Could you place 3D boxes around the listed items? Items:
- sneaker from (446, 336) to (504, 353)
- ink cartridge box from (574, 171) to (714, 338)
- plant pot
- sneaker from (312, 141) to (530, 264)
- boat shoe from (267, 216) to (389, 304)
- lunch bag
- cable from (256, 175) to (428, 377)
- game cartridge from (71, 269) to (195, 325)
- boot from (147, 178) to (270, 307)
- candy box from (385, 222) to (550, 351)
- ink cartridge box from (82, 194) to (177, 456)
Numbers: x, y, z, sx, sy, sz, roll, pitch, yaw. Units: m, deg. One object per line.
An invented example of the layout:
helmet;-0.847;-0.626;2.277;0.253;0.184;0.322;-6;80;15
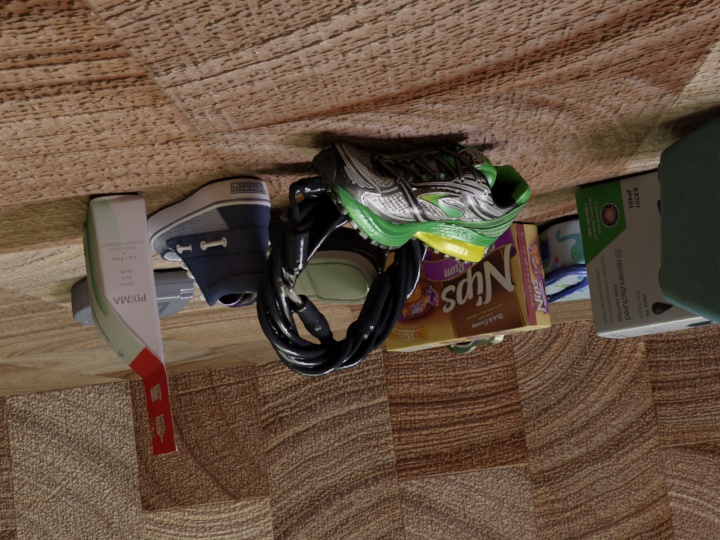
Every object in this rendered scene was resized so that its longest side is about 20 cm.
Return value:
sneaker;0.218;0.135;2.603;0.089;0.068;0.200;5;167;-27
ink cartridge box;0.316;-0.023;1.151;0.198;0.149;0.083;-12;170;28
plant pot;0.340;-0.035;0.957;0.198;0.199;0.195;-1;176;25
sneaker;0.046;-0.067;0.907;0.199;0.078;0.085;8;133;-45
boat shoe;-0.062;-0.018;1.112;0.197;0.075;0.066;3;-140;32
lunch bag;0.275;-0.014;1.441;0.158;0.084;0.200;-3;171;-10
cable;0.000;0.000;0.986;0.050;0.166;0.199;14;-165;37
game cartridge;-0.272;0.033;1.435;0.132;0.041;0.200;-9;173;-17
boot;-0.129;-0.009;1.023;0.072;0.092;0.200;-2;171;-24
candy box;0.115;0.023;1.411;0.198;0.118;0.056;-12;171;38
ink cartridge box;-0.194;0.053;1.008;0.049;0.203;0.161;-4;172;-16
